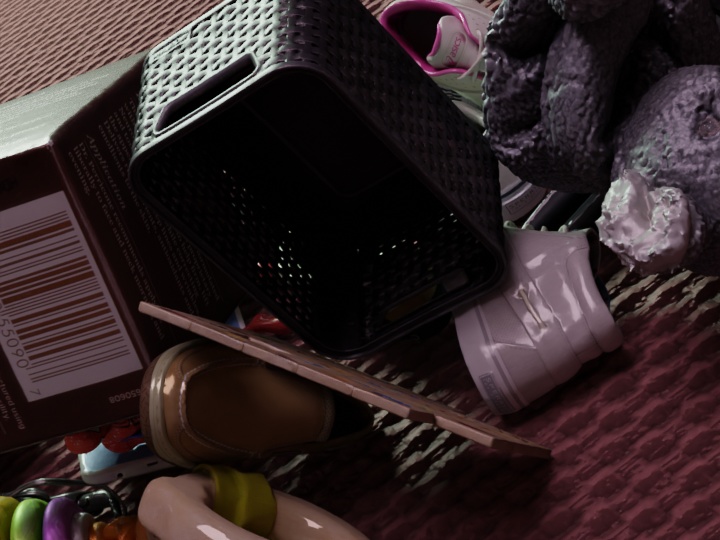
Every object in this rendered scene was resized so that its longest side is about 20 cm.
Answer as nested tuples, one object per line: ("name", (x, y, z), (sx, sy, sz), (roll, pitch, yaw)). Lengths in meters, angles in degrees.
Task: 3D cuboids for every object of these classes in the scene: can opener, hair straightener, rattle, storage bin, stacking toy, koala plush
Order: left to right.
("hair straightener", (-0.243, 0.169, 1.113), (0.199, 0.077, 0.041), (-13, 70, 22))
("stacking toy", (-0.195, 0.177, 1.037), (0.198, 0.117, 0.110), (-14, 35, 7))
("rattle", (-0.033, 0.191, 0.868), (0.199, 0.130, 0.144), (25, 81, 23))
("storage bin", (-0.021, -0.057, 0.964), (0.135, 0.200, 0.094), (-28, 38, 26))
("can opener", (0.175, -0.080, 1.084), (0.200, 0.079, 0.063), (-45, 33, -1))
("koala plush", (0.172, -0.073, 0.936), (0.201, 0.176, 0.184), (58, 135, 35))

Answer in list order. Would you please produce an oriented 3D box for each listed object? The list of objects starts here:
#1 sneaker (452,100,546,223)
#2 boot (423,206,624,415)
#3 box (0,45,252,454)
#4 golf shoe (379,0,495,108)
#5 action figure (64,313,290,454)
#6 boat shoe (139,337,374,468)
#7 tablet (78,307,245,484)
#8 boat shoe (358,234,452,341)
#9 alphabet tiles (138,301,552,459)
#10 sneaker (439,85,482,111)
("sneaker", (0.061, -0.091, 1.208), (0.073, 0.071, 0.200), (-41, 26, -15))
("boot", (0.100, 0.001, 1.026), (0.095, 0.074, 0.201), (-27, 37, 10))
("box", (-0.184, -0.011, 1.019), (0.163, 0.167, 0.200), (-17, 17, 19))
("golf shoe", (0.096, -0.135, 1.166), (0.199, 0.091, 0.076), (28, 105, 29))
("action figure", (-0.102, 0.063, 1.092), (0.099, 0.066, 0.200), (1, 27, 43))
("boat shoe", (-0.050, 0.075, 0.963), (0.076, 0.072, 0.200), (2, -1, 24))
("tablet", (-0.133, 0.078, 1.166), (0.129, 0.014, 0.200), (-15, 26, -6))
("boat shoe", (0.000, 0.000, 1.134), (0.075, 0.062, 0.200), (-52, 28, -5))
("alphabet tiles", (0.000, 0.062, 0.924), (0.199, 0.167, 0.008), (21, 89, 25))
("sneaker", (0.081, -0.169, 1.307), (0.199, 0.075, 0.115), (-5, 32, 34))
